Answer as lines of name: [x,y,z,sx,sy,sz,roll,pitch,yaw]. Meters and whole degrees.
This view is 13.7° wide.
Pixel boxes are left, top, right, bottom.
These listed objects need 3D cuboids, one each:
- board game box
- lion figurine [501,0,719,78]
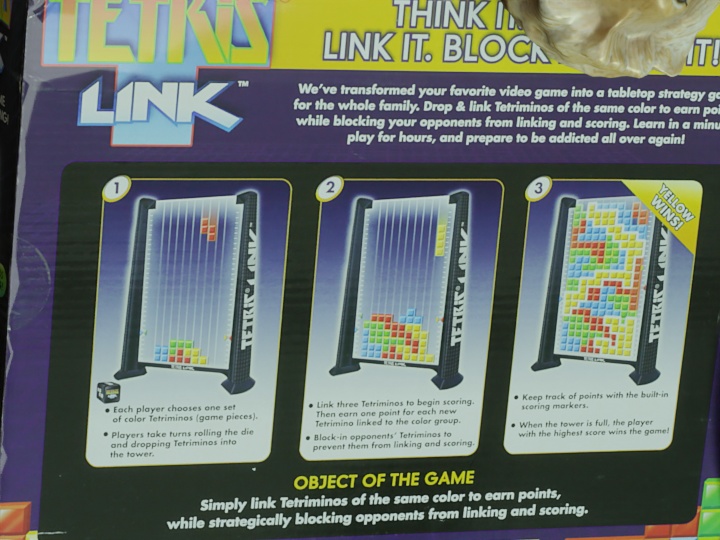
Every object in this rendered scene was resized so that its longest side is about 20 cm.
board game box: [0.000,0.000,0.758,0.199,0.057,0.166,0,106,-20]
lion figurine: [0.010,-0.135,0.692,0.199,0.072,0.123,27,88,-4]
